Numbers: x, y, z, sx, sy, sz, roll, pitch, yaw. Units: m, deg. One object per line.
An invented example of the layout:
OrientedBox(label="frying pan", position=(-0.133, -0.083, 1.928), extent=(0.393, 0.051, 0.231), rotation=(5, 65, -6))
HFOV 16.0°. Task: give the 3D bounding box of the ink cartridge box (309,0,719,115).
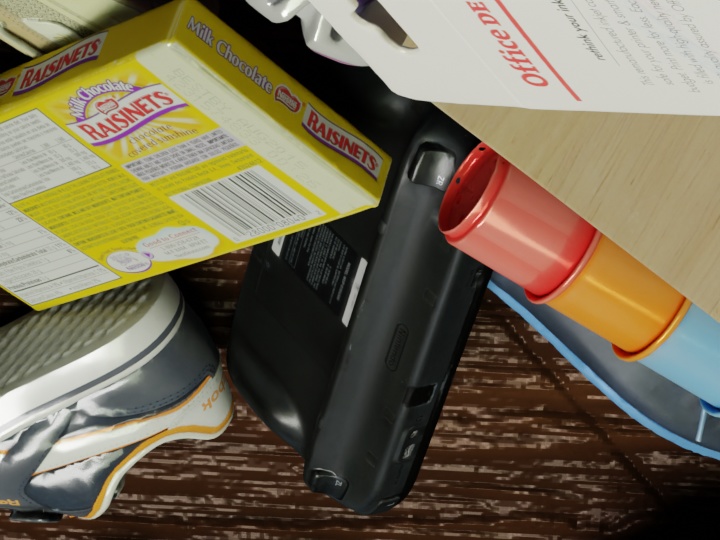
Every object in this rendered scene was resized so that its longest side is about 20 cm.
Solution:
OrientedBox(label="ink cartridge box", position=(0.083, -0.095, 0.701), extent=(0.200, 0.067, 0.117), rotation=(4, 159, 29))

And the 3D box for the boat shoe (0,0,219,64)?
OrientedBox(label="boat shoe", position=(-0.145, -0.120, 0.879), extent=(0.200, 0.073, 0.063), rotation=(25, 131, -27))

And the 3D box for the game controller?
OrientedBox(label="game controller", position=(0.000, 0.000, 0.952), extent=(0.042, 0.104, 0.200), rotation=(-14, 141, -31))

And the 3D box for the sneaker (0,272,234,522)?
OrientedBox(label="sneaker", position=(-0.144, 0.068, 1.029), extent=(0.200, 0.079, 0.079), rotation=(-20, 125, 22))

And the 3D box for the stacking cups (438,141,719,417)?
OrientedBox(label="stacking cups", position=(0.120, 0.014, 0.874), extent=(0.200, 0.061, 0.061), rotation=(32, 126, -19))

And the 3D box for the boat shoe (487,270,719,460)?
OrientedBox(label="boat shoe", position=(0.110, 0.009, 0.950), extent=(0.200, 0.084, 0.069), rotation=(30, 139, -22))

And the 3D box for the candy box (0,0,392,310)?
OrientedBox(label="candy box", position=(-0.092, -0.037, 0.919), extent=(0.200, 0.026, 0.102), rotation=(-15, 135, 45))

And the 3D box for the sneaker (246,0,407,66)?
OrientedBox(label="sneaker", position=(-0.047, -0.144, 0.740), extent=(0.200, 0.081, 0.088), rotation=(28, 122, -24))

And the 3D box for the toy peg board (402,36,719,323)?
OrientedBox(label="toy peg board", position=(0.148, -0.094, 0.800), extent=(0.199, 0.098, 0.200), rotation=(38, 123, 14))
